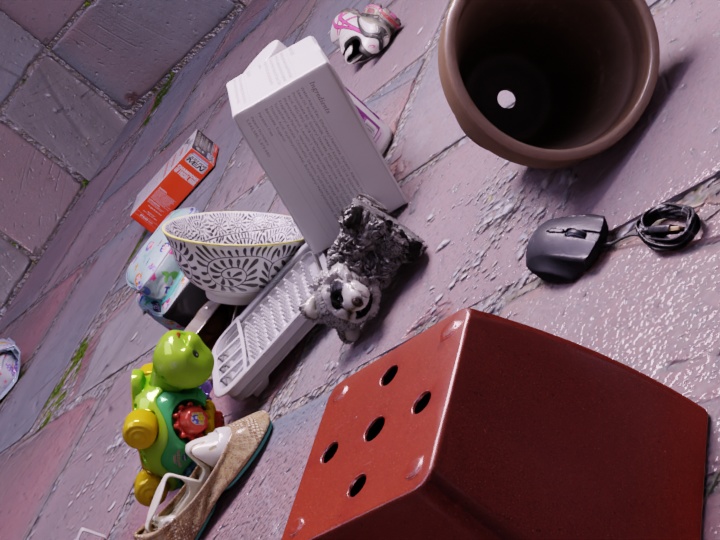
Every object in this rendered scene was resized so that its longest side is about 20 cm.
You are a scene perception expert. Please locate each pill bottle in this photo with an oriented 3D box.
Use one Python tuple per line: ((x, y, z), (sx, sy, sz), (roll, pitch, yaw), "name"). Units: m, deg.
((-0.064, -0.210, 1.650), (0.112, 0.200, 0.112), (-43, 19, 19), "pill bottle")

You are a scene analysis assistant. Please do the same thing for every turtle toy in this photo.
((-0.205, 0.160, 1.384), (0.101, 0.201, 0.146), (-5, 25, 0), "turtle toy")

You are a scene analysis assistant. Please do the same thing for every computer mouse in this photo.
((0.195, -0.028, 0.996), (0.200, 0.034, 0.059), (-15, 39, 59), "computer mouse")

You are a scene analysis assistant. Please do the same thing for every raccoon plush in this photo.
((0.000, 0.000, 1.348), (0.134, 0.097, 0.200), (-58, -2, 9), "raccoon plush")

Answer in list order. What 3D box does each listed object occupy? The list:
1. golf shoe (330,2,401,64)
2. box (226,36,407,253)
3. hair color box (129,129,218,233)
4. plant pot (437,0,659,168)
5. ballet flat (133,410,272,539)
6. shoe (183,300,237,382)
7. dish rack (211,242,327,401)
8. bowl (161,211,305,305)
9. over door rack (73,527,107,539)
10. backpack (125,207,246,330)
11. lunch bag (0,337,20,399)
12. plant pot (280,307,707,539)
((-0.012, -0.385, 2.046), (0.092, 0.073, 0.200), (-56, 20, -10), "golf shoe")
((-0.057, -0.157, 1.503), (0.130, 0.200, 0.199), (-30, 20, 3), "box")
((-0.377, -0.181, 2.517), (0.200, 0.064, 0.111), (-46, 19, 19), "hair color box")
((0.158, -0.185, 1.170), (0.200, 0.200, 0.175), (-54, 3, -10), "plant pot")
((-0.171, 0.222, 1.316), (0.200, 0.065, 0.070), (-57, 20, -17), "ballet flat")
((-0.215, 0.110, 1.609), (0.053, 0.070, 0.200), (-27, 31, 55), "shoe")
((-0.097, 0.063, 1.472), (0.200, 0.044, 0.172), (-48, 18, 9), "dish rack")
((-0.155, -0.012, 1.605), (0.201, 0.200, 0.095), (-129, 39, -71), "bowl")
((-0.367, 0.395, 1.442), (0.200, 0.067, 0.148), (-54, 20, -8), "over door rack")
((-0.242, 0.003, 1.767), (0.178, 0.150, 0.200), (-56, 15, -11), "backpack")
((-0.829, 0.229, 2.702), (0.200, 0.127, 0.170), (-48, 20, -11), "lunch bag")
((0.071, 0.142, 0.749), (0.200, 0.176, 0.200), (-34, 25, 40), "plant pot")
